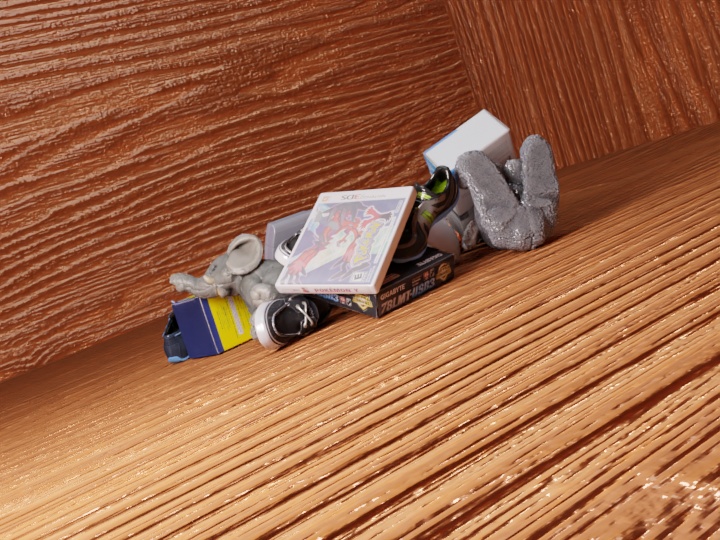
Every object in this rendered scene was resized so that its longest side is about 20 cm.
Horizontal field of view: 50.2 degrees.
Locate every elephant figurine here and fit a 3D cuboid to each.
[{"bbox_3d":[-0.200,0.011,1.325,0.154,0.199,0.144,-11,-46,-56],"label":"elephant figurine"}]

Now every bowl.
[{"bbox_3d":[0.073,-0.075,1.433,0.197,0.077,0.197,22,-15,-39],"label":"bowl"}]

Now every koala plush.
[{"bbox_3d":[0.251,-0.098,1.337,0.173,0.188,0.201,-12,-17,-7],"label":"koala plush"}]

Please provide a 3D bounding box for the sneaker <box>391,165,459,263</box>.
[{"bbox_3d":[0.091,-0.092,1.230,0.070,0.084,0.201,18,57,33],"label":"sneaker"}]

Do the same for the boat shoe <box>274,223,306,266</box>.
[{"bbox_3d":[-0.079,-0.054,1.323,0.199,0.069,0.067,-23,-39,-61],"label":"boat shoe"}]

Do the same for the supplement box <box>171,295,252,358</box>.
[{"bbox_3d":[-0.235,0.076,1.453,0.108,0.112,0.198,-14,7,46],"label":"supplement box"}]

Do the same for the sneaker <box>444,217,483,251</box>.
[{"bbox_3d":[0.234,-0.085,1.548,0.196,0.079,0.112,-20,4,-2],"label":"sneaker"}]

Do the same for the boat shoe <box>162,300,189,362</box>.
[{"bbox_3d":[-0.342,0.099,1.522,0.082,0.070,0.201,-14,27,2],"label":"boat shoe"}]

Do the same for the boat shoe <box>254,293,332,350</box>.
[{"bbox_3d":[-0.099,0.073,1.210,0.066,0.073,0.199,-19,-3,20],"label":"boat shoe"}]

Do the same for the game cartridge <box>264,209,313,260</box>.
[{"bbox_3d":[-0.139,-0.015,1.627,0.131,0.205,0.040,-21,29,-31],"label":"game cartridge"}]

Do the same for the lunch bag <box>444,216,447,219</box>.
[{"bbox_3d":[0.293,-0.124,1.749,0.159,0.084,0.199,-25,6,-30],"label":"lunch bag"}]

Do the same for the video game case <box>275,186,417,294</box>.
[{"bbox_3d":[-0.021,-0.048,1.186,0.178,0.023,0.203,-1,50,32],"label":"video game case"}]

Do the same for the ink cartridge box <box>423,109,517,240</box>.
[{"bbox_3d":[0.216,-0.169,1.425,0.144,0.201,0.084,-35,48,-5],"label":"ink cartridge box"}]

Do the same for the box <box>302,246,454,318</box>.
[{"bbox_3d":[0.018,0.001,1.234,0.196,0.051,0.198,15,29,42],"label":"box"}]
